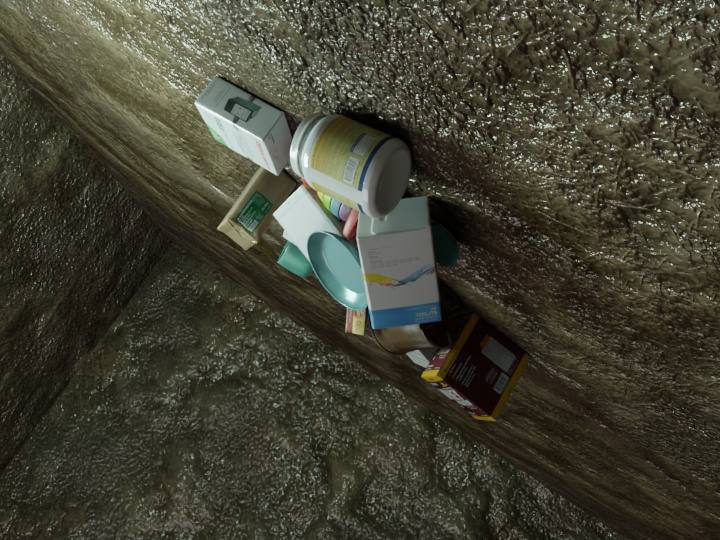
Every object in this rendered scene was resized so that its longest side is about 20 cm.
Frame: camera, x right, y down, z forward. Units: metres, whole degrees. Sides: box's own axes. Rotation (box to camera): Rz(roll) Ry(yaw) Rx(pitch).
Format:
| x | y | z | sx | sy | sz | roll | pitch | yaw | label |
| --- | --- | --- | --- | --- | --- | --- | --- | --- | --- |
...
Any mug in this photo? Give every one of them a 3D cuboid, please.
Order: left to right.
| x | y | z | sx | sy | sz | roll | pitch | yaw | label |
| --- | --- | --- | --- | --- | --- | --- | --- | --- | --- |
| -0.152 | -0.072 | 1.864 | 0.113 | 0.188 | 0.152 | 30 | 143 | -9 | mug |

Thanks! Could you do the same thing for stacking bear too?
| x | y | z | sx | sy | sz | roll | pitch | yaw | label |
| --- | --- | --- | --- | --- | --- | --- | --- | --- | --- |
| -0.051 | -0.180 | 1.369 | 0.199 | 0.120 | 0.115 | 41 | 126 | 17 | stacking bear |

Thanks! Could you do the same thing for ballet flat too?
| x | y | z | sx | sy | sz | roll | pitch | yaw | label |
| --- | --- | --- | --- | --- | --- | --- | --- | --- | --- |
| 0.132 | -0.088 | 1.350 | 0.199 | 0.072 | 0.072 | 40 | 164 | -7 | ballet flat |

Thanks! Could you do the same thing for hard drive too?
| x | y | z | sx | sy | sz | roll | pitch | yaw | label |
| --- | --- | --- | --- | --- | --- | --- | --- | --- | --- |
| -0.101 | -0.085 | 1.460 | 0.201 | 0.027 | 0.131 | 51 | 131 | -5 | hard drive |

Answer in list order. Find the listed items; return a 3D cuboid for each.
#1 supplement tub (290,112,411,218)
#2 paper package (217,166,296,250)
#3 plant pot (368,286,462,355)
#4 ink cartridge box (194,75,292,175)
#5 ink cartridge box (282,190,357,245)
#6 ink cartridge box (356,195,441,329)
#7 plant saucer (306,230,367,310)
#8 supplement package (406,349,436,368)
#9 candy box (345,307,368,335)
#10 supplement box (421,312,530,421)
| x | y | z | sx | sy | sz | roll | pitch | yaw | label |
| --- | --- | --- | --- | --- | --- | --- | --- | --- | --- |
| -0.019 | -0.198 | 1.169 | 0.197 | 0.146 | 0.145 | 28 | 164 | 26 | supplement tub |
| -0.277 | -0.172 | 1.701 | 0.103 | 0.203 | 0.190 | 36 | 164 | -13 | paper package |
| 0.153 | 0.123 | 1.685 | 0.200 | 0.203 | 0.196 | 41 | 156 | -23 | plant pot |
| -0.252 | -0.320 | 1.426 | 0.197 | 0.085 | 0.147 | 31 | 164 | 17 | ink cartridge box |
| -0.066 | -0.093 | 1.549 | 0.197 | 0.147 | 0.087 | 31 | 132 | 11 | ink cartridge box |
| 0.078 | -0.017 | 1.259 | 0.141 | 0.148 | 0.205 | -7 | 119 | 7 | ink cartridge box |
| -0.040 | -0.006 | 1.398 | 0.198 | 0.036 | 0.203 | 37 | 147 | 29 | plant saucer |
| 0.190 | 0.206 | 1.956 | 0.116 | 0.118 | 0.201 | 18 | 157 | 46 | supplement package |
| 0.004 | 0.061 | 1.724 | 0.053 | 0.202 | 0.118 | 8 | 127 | 4 | candy box |
| 0.306 | 0.258 | 1.706 | 0.198 | 0.200 | 0.133 | 36 | 165 | -4 | supplement box |
